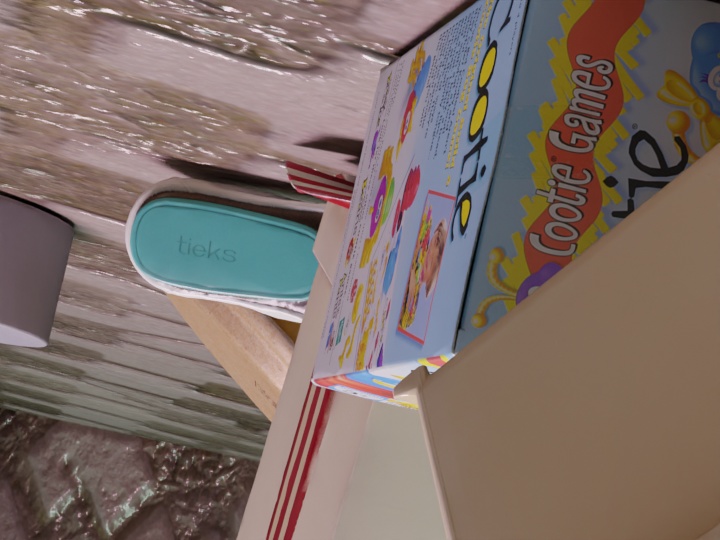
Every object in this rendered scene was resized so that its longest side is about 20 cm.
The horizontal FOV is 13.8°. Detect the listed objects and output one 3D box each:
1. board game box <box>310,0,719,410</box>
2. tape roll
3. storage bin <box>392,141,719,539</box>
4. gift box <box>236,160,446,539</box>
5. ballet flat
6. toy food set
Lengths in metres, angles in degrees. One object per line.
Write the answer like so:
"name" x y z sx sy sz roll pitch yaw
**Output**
"board game box" 0.062 -0.010 0.822 0.103 0.105 0.200 14 174 -9
"tape roll" -0.255 -0.014 1.573 0.200 0.066 0.200 13 172 2
"storage bin" 0.146 0.034 0.644 0.198 0.094 0.200 19 133 -38
"gift box" 0.049 0.058 1.111 0.184 0.187 0.200 13 -167 -17
"ballet flat" 0.000 0.000 1.256 0.199 0.070 0.069 16 174 12
"toy food set" -0.026 0.049 1.444 0.198 0.049 0.200 46 172 21
